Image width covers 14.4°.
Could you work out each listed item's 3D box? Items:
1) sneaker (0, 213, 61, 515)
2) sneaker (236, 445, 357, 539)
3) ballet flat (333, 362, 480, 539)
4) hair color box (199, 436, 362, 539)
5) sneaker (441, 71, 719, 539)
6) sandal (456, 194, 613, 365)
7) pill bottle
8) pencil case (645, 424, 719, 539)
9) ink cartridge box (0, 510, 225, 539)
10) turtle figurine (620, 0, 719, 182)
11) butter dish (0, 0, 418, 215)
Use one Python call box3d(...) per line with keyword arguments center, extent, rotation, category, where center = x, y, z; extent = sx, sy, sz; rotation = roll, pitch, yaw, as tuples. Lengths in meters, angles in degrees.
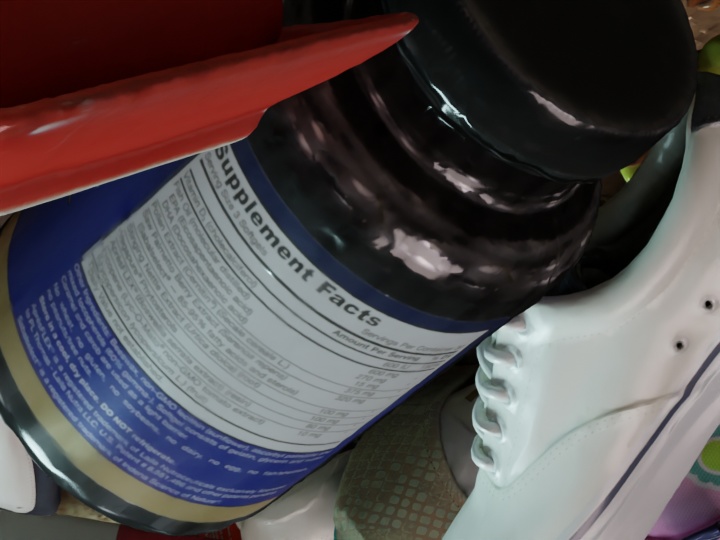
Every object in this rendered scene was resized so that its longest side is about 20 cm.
box3d(center=(-0.151, 0.052, 0.899), extent=(0.199, 0.080, 0.130), rotation=(-36, 138, 15), category="sneaker")
box3d(center=(0.019, 0.123, 0.983), extent=(0.076, 0.081, 0.200), rotation=(-21, 149, 15), category="sneaker")
box3d(center=(0.057, 0.044, 0.939), extent=(0.062, 0.067, 0.200), rotation=(-43, 179, 39), category="ballet flat")
box3d(center=(-0.013, 0.091, 1.058), extent=(0.111, 0.064, 0.200), rotation=(3, 148, -27), category="hair color box")
box3d(center=(0.061, 0.028, 0.794), extent=(0.071, 0.073, 0.200), rotation=(31, 108, -13), category="sneaker")
box3d(center=(0.000, 0.000, 0.918), extent=(0.200, 0.055, 0.082), rotation=(-15, 152, 30), category="sandal")
box3d(center=(-0.008, -0.020, 0.753), extent=(0.112, 0.112, 0.200), rotation=(10, 144, -39), category="pill bottle")
box3d(center=(0.132, 0.041, 0.921), extent=(0.087, 0.088, 0.200), rotation=(-29, 168, 24), category="pencil case")
box3d(center=(-0.151, 0.170, 0.985), extent=(0.199, 0.145, 0.145), rotation=(9, 149, 0), category="ink cartridge box")
box3d(center=(0.143, -0.062, 0.830), extent=(0.200, 0.065, 0.161), rotation=(-26, 150, 31), category="turtle figurine")
box3d(center=(-0.115, -0.086, 0.610), extent=(0.199, 0.148, 0.200), rotation=(-6, -172, 26), category="butter dish")
